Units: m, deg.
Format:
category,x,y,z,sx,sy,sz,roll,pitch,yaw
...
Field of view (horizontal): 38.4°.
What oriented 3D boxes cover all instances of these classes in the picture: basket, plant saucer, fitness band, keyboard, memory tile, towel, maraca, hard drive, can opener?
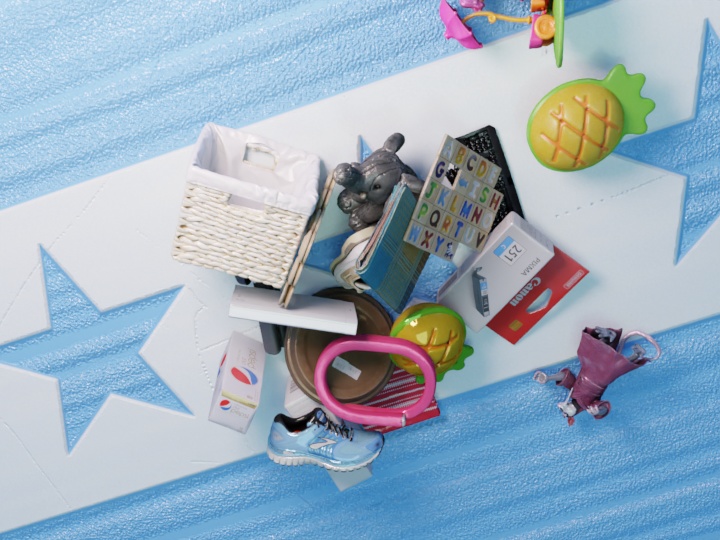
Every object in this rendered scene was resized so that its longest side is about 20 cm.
category,x,y,z,sx,sy,sz,roll,pitch,yaw
basket,-0.174,-0.100,1.583,0.195,0.201,0.163,15,115,-7
plant saucer,-0.029,0.127,1.720,0.196,0.029,0.204,2,83,-14
fitness band,0.024,0.176,1.656,0.196,0.038,0.146,4,109,5
keyboard,0.199,-0.124,1.666,0.102,0.040,0.203,-20,111,7
memory tile,-0.079,-0.051,1.592,0.017,0.202,0.154,21,134,-4
towel,0.057,-0.029,1.549,0.021,0.200,0.148,23,80,25
maraca,0.350,-0.230,1.577,0.197,0.107,0.138,-25,115,9
towel,0.045,0.193,1.810,0.142,0.023,0.203,-18,111,9
maraca,0.119,0.126,1.723,0.135,0.108,0.201,-27,139,8
hard drive,-0.106,0.062,1.632,0.196,0.132,0.027,9,101,-5
can opener,-0.169,0.042,1.734,0.066,0.053,0.203,7,118,32

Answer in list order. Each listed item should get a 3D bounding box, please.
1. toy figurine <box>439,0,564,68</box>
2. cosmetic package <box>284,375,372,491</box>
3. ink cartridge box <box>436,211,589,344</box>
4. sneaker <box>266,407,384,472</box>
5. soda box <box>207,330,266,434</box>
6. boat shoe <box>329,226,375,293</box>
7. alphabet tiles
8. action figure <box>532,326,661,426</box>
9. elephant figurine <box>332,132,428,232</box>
category,x,y,z,sx,sy,sz,roll,pitch,yaw
toy figurine,0.205,-0.399,1.512,0.180,0.150,0.204,1,92,9
cosmetic package,-0.053,0.270,1.798,0.073,0.102,0.202,-28,112,12
ink cartridge box,0.252,0.028,1.711,0.175,0.045,0.200,34,119,-13
sneaker,-0.057,0.274,1.706,0.196,0.079,0.092,2,110,-2
soda box,-0.200,0.181,1.701,0.067,0.201,0.064,23,112,-11
boat shoe,0.000,0.000,1.636,0.074,0.200,0.069,-23,77,-12
alphabet tiles,0.153,-0.099,1.591,0.199,0.007,0.170,21,91,-50
action figure,0.401,0.182,1.790,0.147,0.134,0.202,-14,138,-42
elephant figurine,0.039,-0.135,1.565,0.140,0.200,0.157,27,69,2
